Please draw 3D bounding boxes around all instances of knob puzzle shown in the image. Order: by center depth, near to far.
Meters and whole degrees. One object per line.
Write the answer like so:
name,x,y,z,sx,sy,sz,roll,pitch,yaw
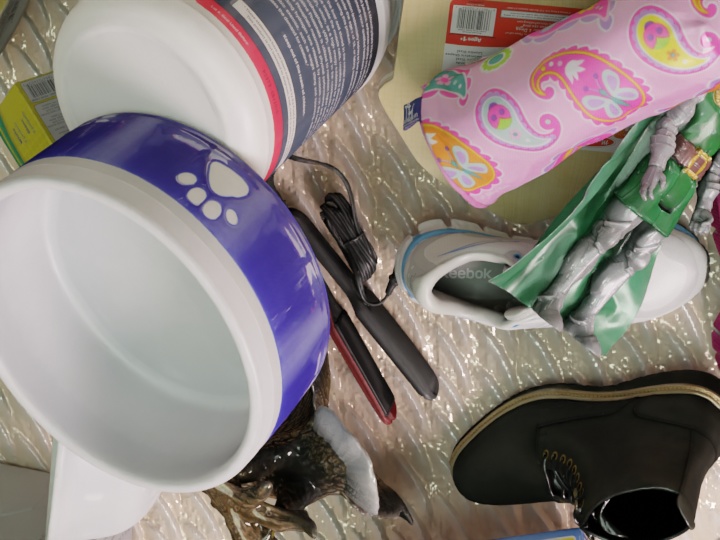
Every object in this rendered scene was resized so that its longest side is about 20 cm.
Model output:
knob puzzle,0.109,-0.108,0.986,0.217,0.031,0.221,2,138,2

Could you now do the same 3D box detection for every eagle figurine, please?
eagle figurine,-0.037,0.113,1.027,0.150,0.200,0.153,26,118,15

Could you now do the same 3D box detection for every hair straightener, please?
hair straightener,0.000,0.000,1.079,0.076,0.041,0.201,-27,95,19

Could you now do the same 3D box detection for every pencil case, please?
pencil case,0.125,-0.109,0.900,0.199,0.087,0.088,-25,101,29

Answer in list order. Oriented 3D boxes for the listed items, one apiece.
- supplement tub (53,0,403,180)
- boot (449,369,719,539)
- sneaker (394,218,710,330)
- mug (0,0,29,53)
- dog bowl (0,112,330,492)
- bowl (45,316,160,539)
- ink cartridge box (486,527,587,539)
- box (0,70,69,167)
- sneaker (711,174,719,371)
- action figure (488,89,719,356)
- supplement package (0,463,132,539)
supplement tub,-0.068,-0.135,0.942,0.139,0.200,0.141,19,132,23
boot,0.129,0.131,1.025,0.199,0.138,0.078,-23,105,29
sneaker,0.122,0.010,1.012,0.198,0.087,0.076,-4,105,-1
mug,-0.282,-0.200,1.009,0.152,0.187,0.150,29,74,-7
dog bowl,-0.118,0.019,0.892,0.198,0.079,0.202,19,131,23
bowl,-0.155,0.086,1.071,0.089,0.201,0.203,4,110,-11
ink cartridge box,0.067,0.241,1.083,0.198,0.077,0.137,-11,145,14
box,-0.130,-0.039,1.024,0.201,0.117,0.048,56,136,8
sneaker,0.268,0.024,0.997,0.087,0.082,0.202,-11,119,-5
action figure,0.172,-0.048,0.943,0.118,0.055,0.201,28,99,-44
supplement package,-0.260,0.227,1.118,0.154,0.200,0.112,10,110,9
